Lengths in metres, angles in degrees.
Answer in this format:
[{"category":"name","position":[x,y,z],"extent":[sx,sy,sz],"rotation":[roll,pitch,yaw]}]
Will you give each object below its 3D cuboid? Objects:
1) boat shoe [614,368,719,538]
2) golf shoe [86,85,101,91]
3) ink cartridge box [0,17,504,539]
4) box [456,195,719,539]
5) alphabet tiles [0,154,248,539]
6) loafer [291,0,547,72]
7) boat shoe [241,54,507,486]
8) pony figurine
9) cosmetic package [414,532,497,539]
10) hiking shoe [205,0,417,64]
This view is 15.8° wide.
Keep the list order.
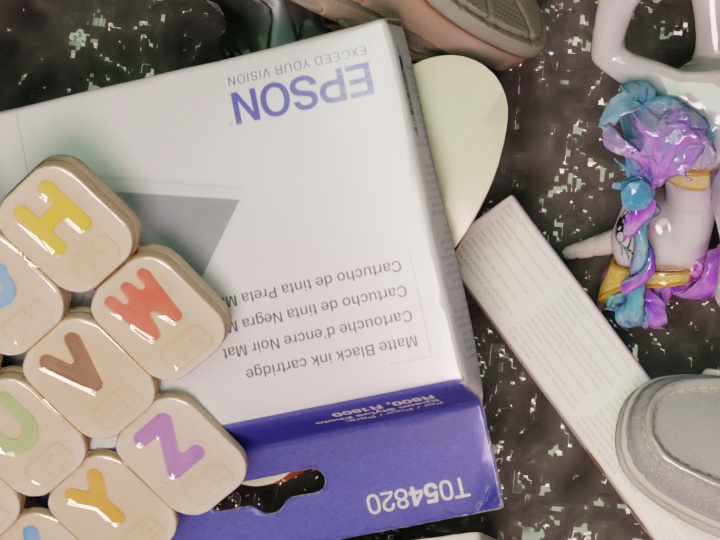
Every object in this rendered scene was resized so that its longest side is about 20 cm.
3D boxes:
[{"category":"boat shoe","position":[0.203,0.076,1.028],"extent":[0.201,0.065,0.075],"rotation":[15,59,0]},{"category":"golf shoe","position":[-0.132,-0.032,1.118],"extent":[0.199,0.073,0.092],"rotation":[2,77,0]},{"category":"ink cartridge box","position":[-0.058,0.018,1.034],"extent":[0.199,0.041,0.201],"rotation":[-13,91,14]},{"category":"box","position":[0.107,0.060,1.079],"extent":[0.041,0.039,0.200],"rotation":[-37,78,0]},{"category":"alphabet tiles","position":[-0.149,0.047,1.017],"extent":[0.200,0.015,0.196],"rotation":[-40,103,22]},{"category":"loafer","position":[-0.010,-0.129,1.047],"extent":[0.063,0.200,0.072],"rotation":[-37,44,29]},{"category":"boat shoe","position":[0.000,0.000,1.074],"extent":[0.071,0.063,0.200],"rotation":[31,99,12]},{"category":"pony figurine","position":[0.172,-0.051,1.027],"extent":[0.193,0.166,0.201],"rotation":[18,120,26]},{"category":"cosmetic package","position":[0.015,0.212,1.053],"extent":[0.103,0.073,0.201],"rotation":[-9,81,8]},{"category":"hiking shoe","position":[-0.044,-0.150,1.101],"extent":[0.087,0.074,0.200],"rotation":[-37,111,-12]}]
